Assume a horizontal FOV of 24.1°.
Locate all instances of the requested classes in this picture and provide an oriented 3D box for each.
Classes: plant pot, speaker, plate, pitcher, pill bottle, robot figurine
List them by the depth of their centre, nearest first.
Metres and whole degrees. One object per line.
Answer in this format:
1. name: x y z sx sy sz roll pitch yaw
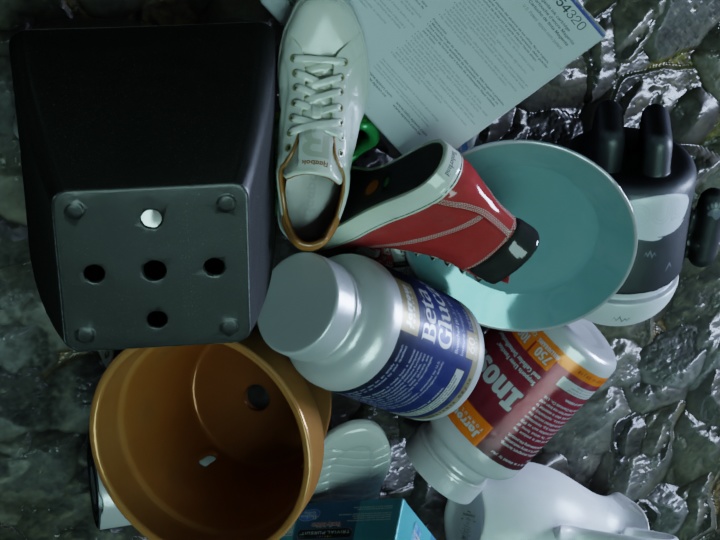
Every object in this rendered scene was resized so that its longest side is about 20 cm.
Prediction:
1. plant pot: -0.154 -0.048 1.238 0.197 0.178 0.202 -3 126 -7
2. pill bottle: 0.007 0.051 1.379 0.111 0.111 0.199 -47 144 15
3. plate: 0.135 -0.032 1.432 0.198 0.026 0.202 4 128 5
4. plant pot: -0.111 0.126 1.434 0.198 0.140 0.202 5 106 18
5. robot figurine: 0.230 -0.049 1.495 0.124 0.150 0.202 -28 134 -37
6. speaker: -0.147 0.185 1.550 0.198 0.081 0.082 -6 125 -15
7. pill bottle: 0.136 0.120 1.581 0.113 0.113 0.200 30 109 -33
8. pitcher: 0.199 0.255 1.664 0.198 0.171 0.123 10 83 -26

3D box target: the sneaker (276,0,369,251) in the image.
1. sneaker: -0.028 -0.112 1.288 0.072 0.085 0.202 1 102 -5

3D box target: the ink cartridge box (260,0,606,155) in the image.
1. ink cartridge box: 0.057 -0.203 1.311 0.199 0.043 0.196 -35 108 28

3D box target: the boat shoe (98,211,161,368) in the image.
1. boat shoe: -0.177 0.005 1.423 0.070 0.069 0.201 7 119 -19

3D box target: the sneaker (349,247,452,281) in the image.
1. sneaker: 0.000 -0.001 1.484 0.200 0.067 0.108 -27 127 -4

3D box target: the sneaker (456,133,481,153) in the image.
1. sneaker: 0.071 -0.152 1.406 0.072 0.072 0.202 3 124 0

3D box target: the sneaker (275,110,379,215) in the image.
1. sneaker: -0.070 -0.079 1.379 0.199 0.084 0.074 -38 129 -3

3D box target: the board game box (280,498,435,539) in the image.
1. board game box: 0.010 0.292 1.629 0.150 0.047 0.200 -7 141 27

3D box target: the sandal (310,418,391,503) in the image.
1. sandal: -0.017 0.198 1.624 0.082 0.050 0.204 -7 139 -10

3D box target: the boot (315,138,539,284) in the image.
1. boot: 0.046 -0.025 1.391 0.144 0.073 0.199 40 146 -29

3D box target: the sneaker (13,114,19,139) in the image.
1. sneaker: -0.170 -0.116 1.350 0.198 0.078 0.100 -14 134 2
